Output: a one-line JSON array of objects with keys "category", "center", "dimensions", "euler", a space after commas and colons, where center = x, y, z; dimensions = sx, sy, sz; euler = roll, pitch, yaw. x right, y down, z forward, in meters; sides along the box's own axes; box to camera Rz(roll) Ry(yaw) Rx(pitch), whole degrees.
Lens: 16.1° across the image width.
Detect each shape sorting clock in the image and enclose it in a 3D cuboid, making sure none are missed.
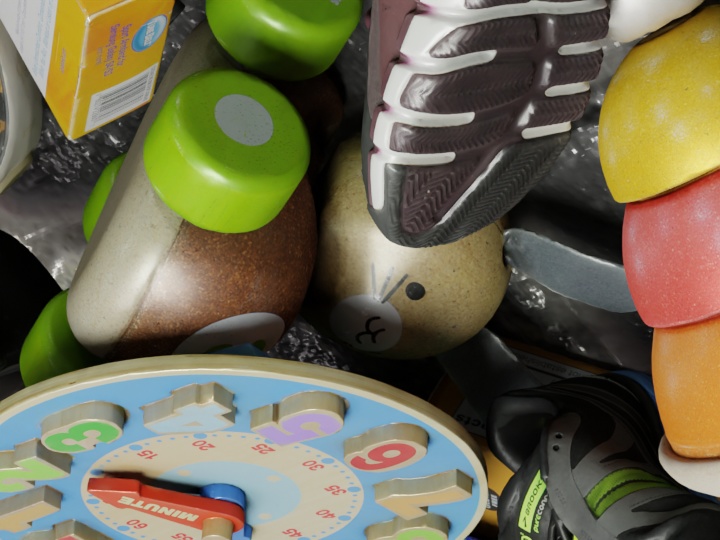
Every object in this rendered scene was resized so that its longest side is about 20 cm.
[{"category": "shape sorting clock", "center": [-0.052, 0.084, 0.955], "dimensions": [0.200, 0.039, 0.200], "euler": [3, 152, 2]}]

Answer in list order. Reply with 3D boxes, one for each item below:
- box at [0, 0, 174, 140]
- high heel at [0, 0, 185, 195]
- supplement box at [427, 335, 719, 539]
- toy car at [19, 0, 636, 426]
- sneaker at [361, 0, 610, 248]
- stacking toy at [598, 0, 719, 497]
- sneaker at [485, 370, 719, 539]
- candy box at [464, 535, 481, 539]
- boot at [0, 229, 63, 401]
[{"category": "box", "center": [-0.129, -0.155, 0.881], "dimensions": [0.200, 0.041, 0.119], "euler": [62, 164, 10]}, {"category": "high heel", "center": [-0.183, -0.088, 0.995], "dimensions": [0.200, 0.071, 0.143], "euler": [-43, 97, 17]}, {"category": "supplement box", "center": [0.123, 0.091, 1.028], "dimensions": [0.200, 0.069, 0.067], "euler": [19, 141, 26]}, {"category": "toy car", "center": [0.000, 0.000, 0.962], "dimensions": [0.200, 0.158, 0.164], "euler": [27, 136, -9]}, {"category": "sneaker", "center": [0.027, -0.115, 0.827], "dimensions": [0.116, 0.076, 0.200], "euler": [49, 133, 42]}, {"category": "stacking toy", "center": [0.130, -0.039, 0.847], "dimensions": [0.146, 0.146, 0.200], "euler": [-19, 102, 49]}, {"category": "sneaker", "center": [0.092, 0.097, 0.899], "dimensions": [0.083, 0.200, 0.071], "euler": [0, 115, -14]}, {"category": "candy box", "center": [0.038, 0.154, 1.105], "dimensions": [0.200, 0.077, 0.169], "euler": [16, 170, 23]}, {"category": "boot", "center": [-0.203, 0.067, 1.021], "dimensions": [0.174, 0.200, 0.069], "euler": [-42, 81, 17]}]
